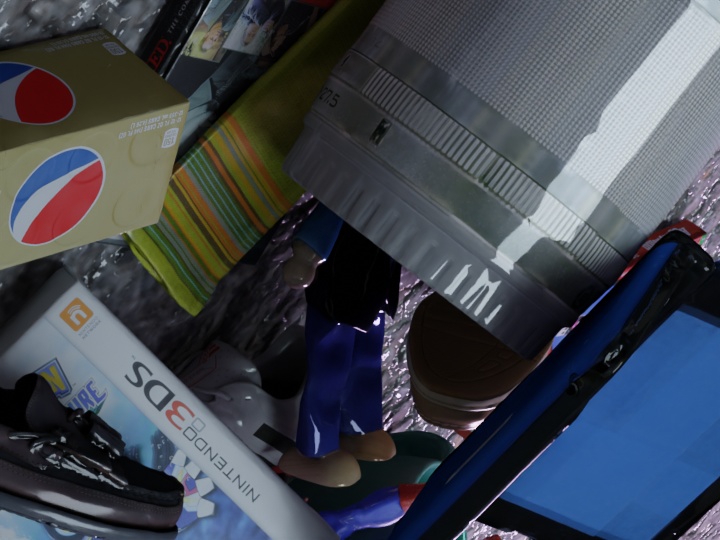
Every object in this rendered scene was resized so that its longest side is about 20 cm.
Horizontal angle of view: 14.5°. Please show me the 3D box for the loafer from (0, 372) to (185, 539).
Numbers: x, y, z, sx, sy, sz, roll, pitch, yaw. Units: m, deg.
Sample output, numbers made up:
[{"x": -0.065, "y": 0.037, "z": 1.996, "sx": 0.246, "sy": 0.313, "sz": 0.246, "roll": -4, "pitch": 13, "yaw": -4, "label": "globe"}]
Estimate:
[{"x": -0.160, "y": 0.066, "z": 1.221, "sx": 0.200, "sy": 0.072, "sz": 0.063, "roll": 20, "pitch": 95, "yaw": -24, "label": "loafer"}]

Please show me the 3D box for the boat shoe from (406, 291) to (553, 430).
[{"x": 0.062, "y": 0.041, "z": 1.461, "sx": 0.200, "sy": 0.074, "sz": 0.066, "roll": -60, "pitch": 163, "yaw": -64, "label": "boat shoe"}]

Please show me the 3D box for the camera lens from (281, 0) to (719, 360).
[{"x": 0.081, "y": -0.081, "z": 1.271, "sx": 0.200, "sy": 0.160, "sz": 0.160, "roll": -53, "pitch": 150, "yaw": 1, "label": "camera lens"}]

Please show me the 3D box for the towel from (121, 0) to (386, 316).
[{"x": -0.027, "y": -0.069, "z": 1.313, "sx": 0.200, "sy": 0.018, "sz": 0.086, "roll": -46, "pitch": 150, "yaw": -7, "label": "towel"}]

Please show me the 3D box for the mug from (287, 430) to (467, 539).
[{"x": -0.012, "y": 0.171, "z": 1.533, "sx": 0.185, "sy": 0.114, "sz": 0.152, "roll": -13, "pitch": 105, "yaw": -72, "label": "mug"}]

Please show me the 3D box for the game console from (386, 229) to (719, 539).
[{"x": 0.118, "y": 0.090, "z": 1.294, "sx": 0.200, "sy": 0.118, "sz": 0.171, "roll": -49, "pitch": 180, "yaw": 34, "label": "game console"}]

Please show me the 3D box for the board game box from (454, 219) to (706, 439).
[{"x": 0.131, "y": 0.034, "z": 1.641, "sx": 0.200, "sy": 0.019, "sz": 0.103, "roll": -21, "pitch": 142, "yaw": -55, "label": "board game box"}]

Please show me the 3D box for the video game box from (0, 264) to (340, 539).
[{"x": -0.140, "y": 0.131, "z": 1.304, "sx": 0.200, "sy": 0.047, "sz": 0.182, "roll": -46, "pitch": 105, "yaw": -5, "label": "video game box"}]

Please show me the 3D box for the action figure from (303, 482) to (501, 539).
[{"x": -0.033, "y": 0.145, "z": 1.417, "sx": 0.200, "sy": 0.065, "sz": 0.052, "roll": -15, "pitch": -173, "yaw": 15, "label": "action figure"}]

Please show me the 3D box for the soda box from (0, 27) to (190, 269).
[{"x": -0.170, "y": -0.040, "z": 1.158, "sx": 0.200, "sy": 0.064, "sz": 0.068, "roll": -19, "pitch": 139, "yaw": -42, "label": "soda box"}]

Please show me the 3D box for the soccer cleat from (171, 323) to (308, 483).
[{"x": -0.089, "y": 0.079, "z": 1.402, "sx": 0.200, "sy": 0.069, "sz": 0.085, "roll": -15, "pitch": 128, "yaw": -48, "label": "soccer cleat"}]

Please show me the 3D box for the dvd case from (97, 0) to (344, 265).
[{"x": -0.046, "y": -0.094, "z": 1.298, "sx": 0.146, "sy": 0.022, "sz": 0.200, "roll": 8, "pitch": 117, "yaw": -55, "label": "dvd case"}]

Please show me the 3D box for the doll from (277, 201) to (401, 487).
[{"x": 0.000, "y": 0.000, "z": 1.405, "sx": 0.136, "sy": 0.048, "sz": 0.200, "roll": -28, "pitch": 129, "yaw": -60, "label": "doll"}]
